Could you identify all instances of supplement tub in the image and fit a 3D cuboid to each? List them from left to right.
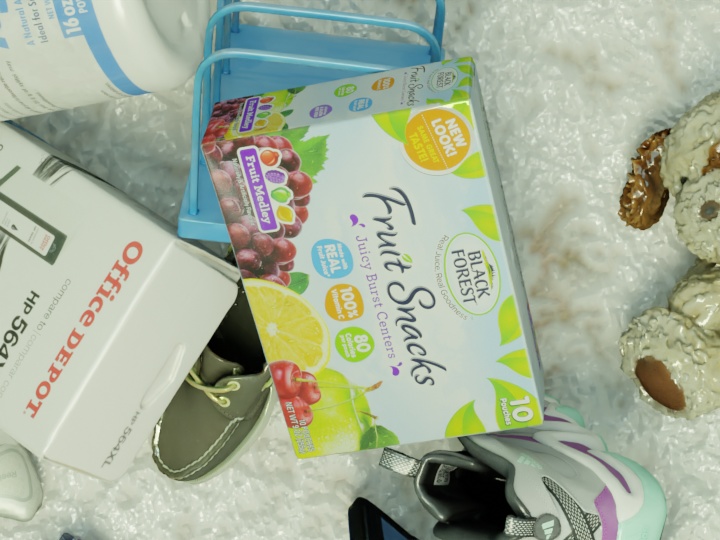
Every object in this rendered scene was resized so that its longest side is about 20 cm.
[{"bbox_3d":[-0.195,-0.149,1.116,0.199,0.132,0.133,-10,90,17],"label":"supplement tub"}]

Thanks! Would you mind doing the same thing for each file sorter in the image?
[{"bbox_3d":[-0.020,-0.118,1.144,0.138,0.201,0.123,6,130,1],"label":"file sorter"}]

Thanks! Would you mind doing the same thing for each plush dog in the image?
[{"bbox_3d":[0.242,-0.026,1.190,0.160,0.199,0.173,-24,91,-43],"label":"plush dog"}]

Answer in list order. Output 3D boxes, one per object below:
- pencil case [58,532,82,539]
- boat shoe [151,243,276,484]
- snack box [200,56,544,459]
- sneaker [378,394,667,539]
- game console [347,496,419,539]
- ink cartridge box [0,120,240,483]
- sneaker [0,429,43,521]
[{"bbox_3d":[-0.129,0.251,1.220,0.200,0.084,0.086,41,125,2],"label":"pencil case"},{"bbox_3d":[-0.075,0.043,1.206,0.072,0.060,0.202,36,108,16],"label":"boat shoe"},{"bbox_3d":[0.011,-0.002,1.068,0.141,0.053,0.201,-10,121,10],"label":"snack box"},{"bbox_3d":[0.069,0.111,1.146,0.139,0.200,0.078,8,95,-24],"label":"sneaker"},{"bbox_3d":[0.092,0.165,1.155,0.170,0.200,0.118,40,91,-3],"label":"game console"},{"bbox_3d":[-0.191,0.007,1.178,0.199,0.084,0.147,31,89,30],"label":"ink cartridge box"},{"bbox_3d":[-0.285,0.160,1.228,0.199,0.075,0.081,-30,99,1],"label":"sneaker"}]
